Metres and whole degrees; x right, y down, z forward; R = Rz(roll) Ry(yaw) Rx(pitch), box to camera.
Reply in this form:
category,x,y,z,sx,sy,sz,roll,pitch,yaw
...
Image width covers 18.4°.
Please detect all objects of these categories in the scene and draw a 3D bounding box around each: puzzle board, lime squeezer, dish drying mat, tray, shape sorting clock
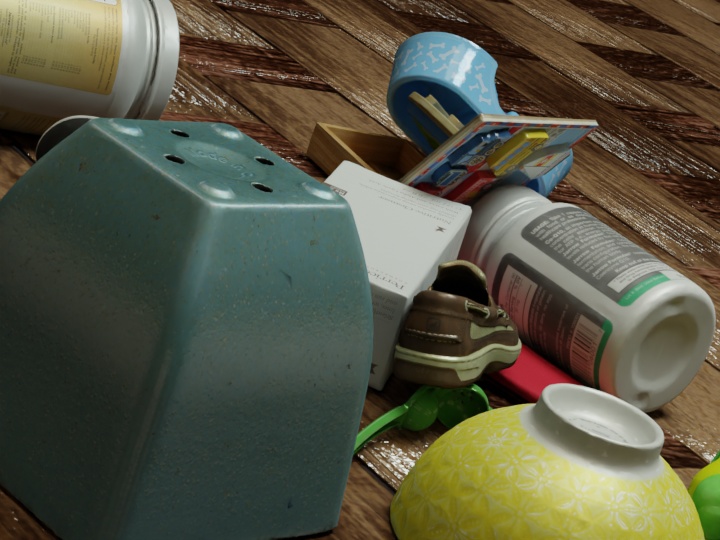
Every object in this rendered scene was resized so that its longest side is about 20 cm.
category,x,y,z,sx,sy,sz,roll,pitch,yaw
puzzle board,0.078,-0.061,1.753,0.151,0.200,0.017,-1,60,-48
lime squeezer,0.055,0.105,1.489,0.200,0.038,0.071,7,53,-37
dish drying mat,0.101,0.064,1.663,0.200,0.018,0.077,32,23,35
tray,0.038,-0.070,1.954,0.098,0.037,0.200,8,20,-31
shape sorting clock,0.113,-0.081,1.916,0.200,0.039,0.200,49,-3,4

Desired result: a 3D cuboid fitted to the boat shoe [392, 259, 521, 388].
category,x,y,z,sx,sy,sz,roll,pitch,yaw
boat shoe,0.074,0.031,1.547,0.075,0.075,0.202,8,8,10

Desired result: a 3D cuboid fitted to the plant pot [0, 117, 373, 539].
category,x,y,z,sx,sy,sz,roll,pitch,yaw
plant pot,-0.109,0.024,1.268,0.196,0.200,0.196,33,22,36

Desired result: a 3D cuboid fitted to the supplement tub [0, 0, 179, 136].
category,x,y,z,sx,sy,sz,roll,pitch,yaw
supplement tub,-0.261,-0.182,1.788,0.200,0.145,0.145,9,21,-31

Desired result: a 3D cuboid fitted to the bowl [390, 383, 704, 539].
category,x,y,z,sx,sy,sz,roll,pitch,yaw
bowl,0.128,0.134,1.347,0.200,0.108,0.200,17,19,-6

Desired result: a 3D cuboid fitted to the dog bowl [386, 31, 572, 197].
category,x,y,z,sx,sy,sz,roll,pitch,yaw
dog bowl,0.104,-0.128,2.016,0.200,0.111,0.050,43,51,-21

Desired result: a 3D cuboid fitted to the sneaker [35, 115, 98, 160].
category,x,y,z,sx,sy,sz,roll,pitch,yaw
sneaker,-0.193,-0.065,1.618,0.083,0.072,0.200,20,13,-45

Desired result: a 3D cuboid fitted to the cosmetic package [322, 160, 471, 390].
category,x,y,z,sx,sy,sz,roll,pitch,yaw
cosmetic package,0.000,0.000,1.614,0.113,0.081,0.200,20,23,7

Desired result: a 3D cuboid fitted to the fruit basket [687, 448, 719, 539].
category,x,y,z,sx,sy,sz,roll,pitch,yaw
fruit basket,0.310,0.141,1.484,0.215,0.156,0.216,33,7,-5

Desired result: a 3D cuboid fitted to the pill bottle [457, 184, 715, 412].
category,x,y,z,sx,sy,sz,roll,pitch,yaw
pill bottle,0.167,0.017,1.714,0.113,0.113,0.200,2,26,-42
